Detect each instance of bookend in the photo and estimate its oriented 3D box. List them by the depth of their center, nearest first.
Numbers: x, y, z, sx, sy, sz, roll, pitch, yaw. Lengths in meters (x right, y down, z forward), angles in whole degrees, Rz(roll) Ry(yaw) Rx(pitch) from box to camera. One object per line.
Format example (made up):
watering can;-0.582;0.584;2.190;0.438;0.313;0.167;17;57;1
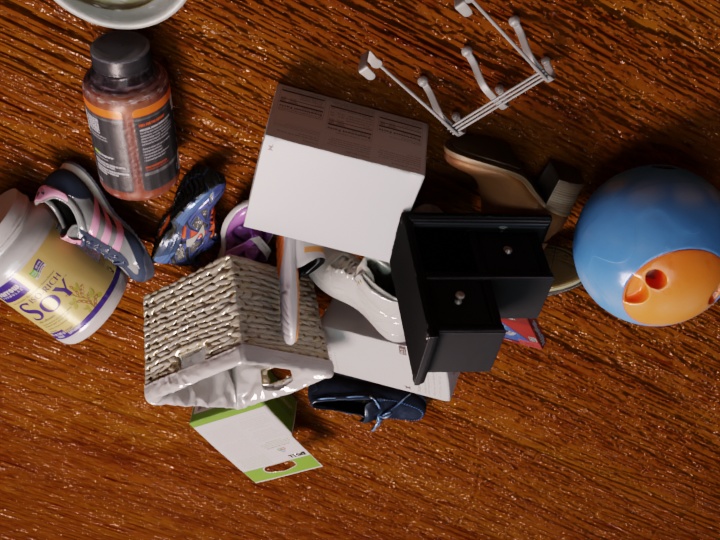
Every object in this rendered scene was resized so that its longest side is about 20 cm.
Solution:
bookend;0.151;0.031;1.200;0.198;0.201;0.092;1;138;-11

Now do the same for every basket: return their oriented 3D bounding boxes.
basket;-0.179;0.094;1.395;0.198;0.161;0.200;-23;158;31

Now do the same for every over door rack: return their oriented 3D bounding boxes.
over door rack;0.113;-0.244;1.137;0.147;0.067;0.200;-30;145;30

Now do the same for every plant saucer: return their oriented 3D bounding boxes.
plant saucer;-0.273;-0.365;1.088;0.199;0.050;0.201;3;135;3

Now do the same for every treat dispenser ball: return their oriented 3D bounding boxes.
treat dispenser ball;0.367;-0.031;1.234;0.200;0.201;0.201;3;135;3

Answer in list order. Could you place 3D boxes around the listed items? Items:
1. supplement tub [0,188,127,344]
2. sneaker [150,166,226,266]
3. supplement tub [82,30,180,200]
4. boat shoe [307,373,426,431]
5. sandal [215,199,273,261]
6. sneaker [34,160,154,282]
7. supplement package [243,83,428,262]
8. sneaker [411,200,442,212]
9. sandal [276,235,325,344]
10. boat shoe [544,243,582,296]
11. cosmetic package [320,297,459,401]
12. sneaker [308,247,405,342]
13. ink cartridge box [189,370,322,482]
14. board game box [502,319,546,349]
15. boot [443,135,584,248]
supplement tub;-0.446;-0.006;1.395;0.145;0.146;0.200;-28;126;29
sneaker;-0.225;-0.072;1.366;0.078;0.076;0.200;17;143;-22
supplement tub;-0.283;-0.191;1.221;0.106;0.107;0.200;5;135;2
boat shoe;0.008;0.225;1.622;0.199;0.069;0.084;9;135;-2
sandal;-0.158;-0.025;1.391;0.082;0.050;0.203;-11;149;-28
sneaker;-0.368;-0.049;1.360;0.070;0.082;0.200;-14;119;48
supplement package;-0.032;-0.121;1.257;0.199;0.111;0.156;14;134;-7
sneaker;0.090;-0.004;1.355;0.069;0.099;0.201;-16;109;-19
sandal;-0.078;0.000;1.336;0.059;0.208;0.079;2;163;-16
boat shoe;0.231;0.012;1.385;0.199;0.073;0.065;-7;150;37
cosmetic package;0.046;0.109;1.460;0.199;0.081;0.113;10;138;20
sneaker;0.000;0.000;1.342;0.200;0.074;0.116;37;153;22
ink cartridge box;-0.172;0.269;1.684;0.147;0.076;0.200;-19;131;23
board game box;0.159;0.056;1.400;0.199;0.019;0.103;13;150;36
boot;0.175;-0.081;1.283;0.199;0.074;0.155;18;125;-12
